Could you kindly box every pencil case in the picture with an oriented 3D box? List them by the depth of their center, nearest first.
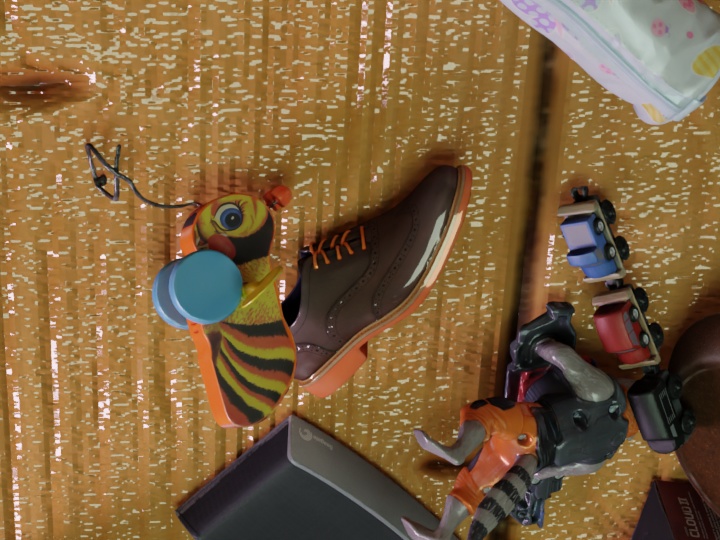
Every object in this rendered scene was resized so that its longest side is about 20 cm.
[{"bbox_3d":[0.135,-0.172,1.280,0.200,0.091,0.083,34,114,-26],"label":"pencil case"}]

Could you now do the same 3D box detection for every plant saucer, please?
[{"bbox_3d":[0.281,0.122,1.441,0.034,0.200,0.201,-33,131,-33],"label":"plant saucer"}]

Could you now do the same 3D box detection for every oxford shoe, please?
[{"bbox_3d":[0.000,0.000,1.391,0.072,0.071,0.200,30,116,-18],"label":"oxford shoe"}]

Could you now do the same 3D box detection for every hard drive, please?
[{"bbox_3d":[-0.023,0.203,1.538,0.135,0.042,0.200,-40,119,18],"label":"hard drive"}]

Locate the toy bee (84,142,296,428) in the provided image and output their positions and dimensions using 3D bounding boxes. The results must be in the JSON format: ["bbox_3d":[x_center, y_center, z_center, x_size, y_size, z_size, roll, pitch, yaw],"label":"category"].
[{"bbox_3d":[-0.081,-0.005,1.356,0.109,0.131,0.200,-27,114,-18],"label":"toy bee"}]

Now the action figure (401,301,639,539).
[{"bbox_3d":[0.124,0.135,1.463,0.193,0.105,0.200,-25,133,-24],"label":"action figure"}]

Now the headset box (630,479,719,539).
[{"bbox_3d":[0.279,0.243,1.580,0.200,0.077,0.149,8,122,-13],"label":"headset box"}]

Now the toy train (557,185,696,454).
[{"bbox_3d":[0.177,0.036,1.421,0.034,0.046,0.200,-9,112,40],"label":"toy train"}]
